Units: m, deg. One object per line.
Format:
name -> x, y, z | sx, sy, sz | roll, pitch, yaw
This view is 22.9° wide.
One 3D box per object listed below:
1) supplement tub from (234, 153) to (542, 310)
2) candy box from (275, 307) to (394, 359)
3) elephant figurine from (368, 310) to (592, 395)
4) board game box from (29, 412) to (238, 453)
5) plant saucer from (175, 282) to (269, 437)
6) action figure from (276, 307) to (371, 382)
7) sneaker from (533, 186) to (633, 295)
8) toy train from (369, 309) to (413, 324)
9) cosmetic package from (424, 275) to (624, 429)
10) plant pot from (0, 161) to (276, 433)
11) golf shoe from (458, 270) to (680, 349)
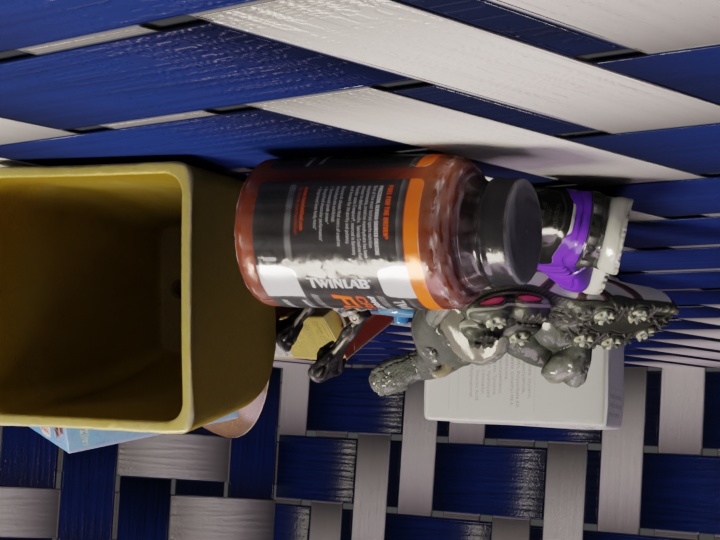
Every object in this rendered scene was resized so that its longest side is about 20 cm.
supplement tub -> 0.020, -0.026, 1.215 | 0.199, 0.108, 0.107 | 0, 174, 26
candy box -> -0.034, 0.038, 1.834 | 0.116, 0.057, 0.200 | -37, -163, -25
elephant figurine -> 0.107, 0.039, 1.584 | 0.198, 0.156, 0.142 | 4, 175, 4
board game box -> -0.213, 0.108, 1.531 | 0.150, 0.037, 0.200 | -10, -170, -25
plant saucer -> -0.143, 0.055, 1.616 | 0.034, 0.202, 0.200 | -7, 180, -32
action figure -> 0.000, 0.000, 1.521 | 0.118, 0.102, 0.200 | 32, 125, -12
sneaker -> 0.146, -0.030, 1.351 | 0.099, 0.070, 0.200 | 11, 172, 2
toy train -> 0.085, 0.014, 1.703 | 0.198, 0.087, 0.114 | 4, 180, -11
cosmetic package -> 0.183, 0.087, 1.945 | 0.198, 0.166, 0.165 | 1, 175, 15
plant pot -> -0.162, 0.019, 1.400 | 0.193, 0.197, 0.200 | 0, 180, 27
golf shoe -> 0.174, 0.015, 1.479 | 0.199, 0.089, 0.077 | 4, 149, -21
